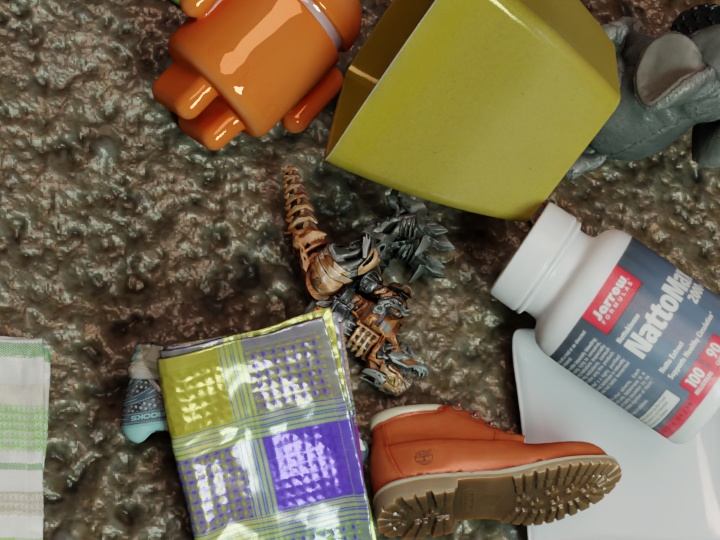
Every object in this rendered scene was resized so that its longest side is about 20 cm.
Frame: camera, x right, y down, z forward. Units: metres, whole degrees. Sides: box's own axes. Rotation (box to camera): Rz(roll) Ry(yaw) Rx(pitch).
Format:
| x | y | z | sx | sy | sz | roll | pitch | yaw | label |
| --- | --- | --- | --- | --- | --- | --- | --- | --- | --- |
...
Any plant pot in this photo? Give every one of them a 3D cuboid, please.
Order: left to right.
| x | y | z | sx | sy | sz | roll | pitch | yaw | label |
| --- | --- | --- | --- | --- | --- | --- | --- | --- | --- |
| 0.104 | -0.159 | 1.489 | 0.176 | 0.200 | 0.200 | 30 | 26 | -11 | plant pot |

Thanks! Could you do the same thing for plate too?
| x | y | z | sx | sy | sz | roll | pitch | yaw | label |
| --- | --- | --- | --- | --- | --- | --- | --- | --- | --- |
| 0.221 | 0.150 | 1.497 | 0.199 | 0.032 | 0.201 | 5 | 64 | -15 | plate |

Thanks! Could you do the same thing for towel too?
| x | y | z | sx | sy | sz | roll | pitch | yaw | label |
| --- | --- | --- | --- | --- | --- | --- | --- | --- | --- |
| -0.308 | 0.144 | 1.346 | 0.149 | 0.031 | 0.201 | 3 | 67 | -13 | towel |
| -0.069 | 0.136 | 1.361 | 0.143 | 0.023 | 0.201 | -11 | 99 | -10 | towel |

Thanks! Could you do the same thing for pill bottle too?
| x | y | z | sx | sy | sz | roll | pitch | yaw | label |
| --- | --- | --- | --- | --- | --- | --- | --- | --- | --- |
| 0.210 | 0.038 | 1.462 | 0.200 | 0.120 | 0.120 | 34 | 60 | 3 | pill bottle |

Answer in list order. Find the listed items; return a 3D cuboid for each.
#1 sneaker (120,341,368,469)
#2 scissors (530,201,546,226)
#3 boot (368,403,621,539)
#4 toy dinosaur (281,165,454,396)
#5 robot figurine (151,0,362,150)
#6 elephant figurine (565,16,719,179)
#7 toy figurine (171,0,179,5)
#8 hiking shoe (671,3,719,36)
| x | y | z | sx | sy | sz | roll | pitch | yaw | label |
| --- | --- | --- | --- | --- | --- | --- | --- | --- | --- |
| -0.093 | 0.125 | 1.403 | 0.199 | 0.078 | 0.087 | 21 | 84 | -10 | sneaker |
| 0.147 | -0.052 | 1.584 | 0.073 | 0.014 | 0.201 | 4 | 65 | -17 | scissors |
| 0.102 | 0.143 | 1.420 | 0.199 | 0.075 | 0.107 | -3 | 46 | -11 | boot |
| 0.000 | 0.000 | 1.473 | 0.135 | 0.102 | 0.200 | -32 | 99 | -10 | toy dinosaur |
| -0.079 | -0.191 | 1.505 | 0.144 | 0.117 | 0.200 | 44 | 83 | 2 | robot figurine |
| 0.286 | -0.162 | 1.560 | 0.141 | 0.200 | 0.156 | -13 | 102 | -36 | elephant figurine |
| -0.075 | -0.316 | 1.543 | 0.199 | 0.184 | 0.151 | 14 | 62 | -11 | toy figurine |
| 0.352 | -0.164 | 1.668 | 0.074 | 0.087 | 0.200 | -27 | 53 | -10 | hiking shoe |
